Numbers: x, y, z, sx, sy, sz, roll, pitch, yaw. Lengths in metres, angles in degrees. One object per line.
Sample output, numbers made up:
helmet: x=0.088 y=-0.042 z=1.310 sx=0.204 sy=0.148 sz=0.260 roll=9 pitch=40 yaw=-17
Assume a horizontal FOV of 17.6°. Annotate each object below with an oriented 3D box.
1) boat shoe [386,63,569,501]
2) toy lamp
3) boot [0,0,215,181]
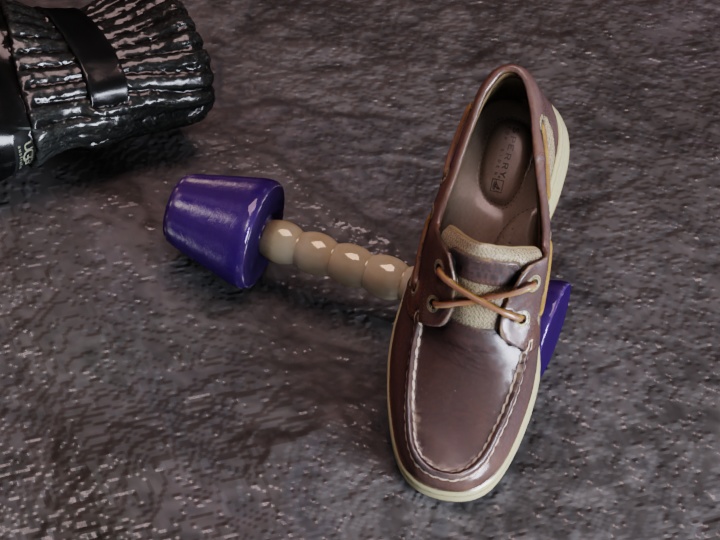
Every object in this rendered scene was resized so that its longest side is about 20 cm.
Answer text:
boat shoe: x=0.053 y=0.002 z=1.052 sx=0.072 sy=0.072 sz=0.201 roll=12 pitch=74 yaw=11
toy lamp: x=0.000 y=0.000 z=1.128 sx=0.199 sy=0.058 sz=0.058 roll=20 pitch=40 yaw=13
boot: x=-0.189 y=-0.127 z=1.234 sx=0.157 sy=0.080 sz=0.211 roll=-26 pitch=59 yaw=-25
